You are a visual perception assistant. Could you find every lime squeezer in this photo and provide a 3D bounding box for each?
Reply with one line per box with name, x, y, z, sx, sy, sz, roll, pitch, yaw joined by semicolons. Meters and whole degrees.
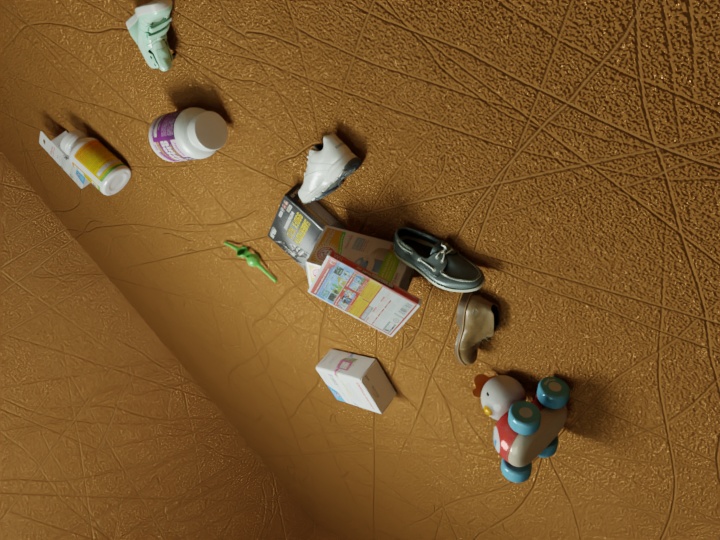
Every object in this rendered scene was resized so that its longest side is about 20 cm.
lime squeezer;-0.317;-0.040;1.652;0.199;0.038;0.071;35;180;12

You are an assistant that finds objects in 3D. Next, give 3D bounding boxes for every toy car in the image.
toy car;0.304;0.290;1.205;0.199;0.176;0.186;33;140;40

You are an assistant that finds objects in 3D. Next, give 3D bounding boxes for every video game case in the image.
video game case;0.005;0.050;1.140;0.199;0.018;0.143;28;142;-5

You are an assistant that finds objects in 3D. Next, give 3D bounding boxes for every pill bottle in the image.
pill bottle;-0.387;-0.307;1.312;0.199;0.112;0.113;6;134;46
pill bottle;-0.817;-0.336;1.784;0.200;0.111;0.111;42;150;3

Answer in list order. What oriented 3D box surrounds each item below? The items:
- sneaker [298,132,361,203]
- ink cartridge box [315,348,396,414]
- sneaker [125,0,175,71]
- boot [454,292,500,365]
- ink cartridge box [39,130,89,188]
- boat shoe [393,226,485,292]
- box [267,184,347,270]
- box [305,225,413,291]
sneaker;-0.072;-0.198;1.136;0.087;0.074;0.200;57;142;0
ink cartridge box;-0.013;0.318;1.677;0.199;0.085;0.145;6;134;48
sneaker;-0.396;-0.468;1.158;0.200;0.074;0.119;10;131;57
boot;0.236;0.131;1.173;0.075;0.074;0.201;16;139;22
ink cartridge box;-0.979;-0.387;1.955;0.200;0.067;0.116;51;149;-13
boat shoe;0.141;-0.024;1.084;0.199;0.073;0.062;29;151;32
box;-0.127;-0.085;1.344;0.158;0.048;0.200;43;150;1
box;0.000;0.000;1.193;0.198;0.113;0.102;16;143;15
